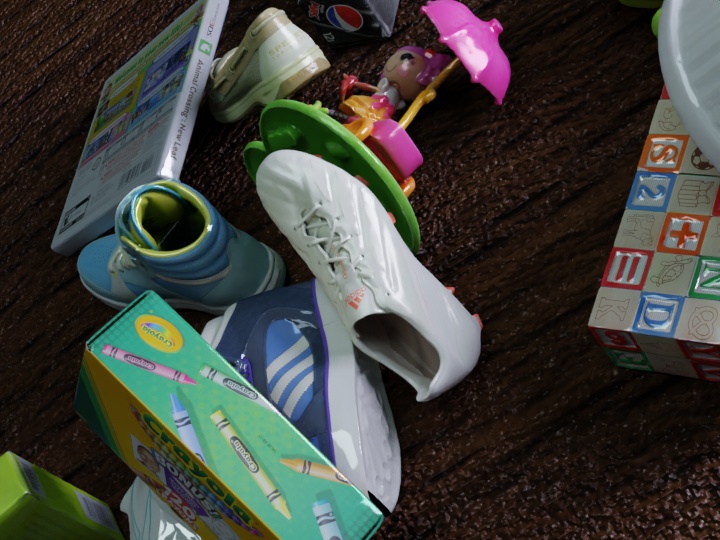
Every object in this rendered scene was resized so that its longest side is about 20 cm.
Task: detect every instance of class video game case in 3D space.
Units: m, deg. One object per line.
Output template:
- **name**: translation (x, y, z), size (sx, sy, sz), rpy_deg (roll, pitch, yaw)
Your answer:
- **video game case**: translation (-0.187, -0.120, 1.114), size (0.200, 0.022, 0.183), rpy_deg (-25, 46, 50)

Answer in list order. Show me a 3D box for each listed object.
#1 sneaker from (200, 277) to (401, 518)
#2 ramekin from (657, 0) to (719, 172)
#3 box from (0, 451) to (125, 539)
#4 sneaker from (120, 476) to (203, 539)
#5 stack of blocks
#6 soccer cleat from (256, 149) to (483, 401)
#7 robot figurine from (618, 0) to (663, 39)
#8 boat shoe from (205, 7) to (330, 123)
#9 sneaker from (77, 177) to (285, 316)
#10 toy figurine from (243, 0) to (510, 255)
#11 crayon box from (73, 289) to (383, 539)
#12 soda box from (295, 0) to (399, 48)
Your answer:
- **sneaker**: translation (-0.059, 0.101, 0.906), size (0.146, 0.081, 0.201), rpy_deg (-22, 50, 14)
- **ramekin**: translation (0.283, -0.133, 0.771), size (0.201, 0.094, 0.203), rpy_deg (7, 66, -16)
- **box**: translation (-0.278, 0.225, 0.934), size (0.200, 0.122, 0.048), rpy_deg (-40, 52, 2)
- **sneaker**: translation (-0.109, 0.209, 0.890), size (0.080, 0.070, 0.201), rpy_deg (-46, 48, 30)
- **stack of blocks**: translation (0.231, -0.033, 0.835), size (0.115, 0.059, 0.201), rpy_deg (6, 64, 33)
- **soccer cleat**: translation (0.000, 0.000, 0.880), size (0.069, 0.200, 0.078), rpy_deg (-46, -3, 41)
- **robot figurine**: translation (0.245, -0.240, 0.921), size (0.199, 0.115, 0.177), rpy_deg (9, 93, 33)
- **boat shoe**: translation (-0.086, -0.164, 1.054), size (0.073, 0.063, 0.201), rpy_deg (-36, 13, -14)
- **sneaker**: translation (-0.166, -0.024, 1.021), size (0.199, 0.131, 0.080), rpy_deg (1, 63, 32)
- **toy figurine**: translation (0.028, -0.121, 0.996), size (0.184, 0.150, 0.200), rpy_deg (-46, 23, -21)
- **crayon box**: translation (-0.087, 0.118, 0.825), size (0.200, 0.119, 0.058), rpy_deg (43, 62, 6)
- **soda box**: translation (0.004, -0.293, 1.131), size (0.063, 0.071, 0.201), rpy_deg (-4, 59, 28)
